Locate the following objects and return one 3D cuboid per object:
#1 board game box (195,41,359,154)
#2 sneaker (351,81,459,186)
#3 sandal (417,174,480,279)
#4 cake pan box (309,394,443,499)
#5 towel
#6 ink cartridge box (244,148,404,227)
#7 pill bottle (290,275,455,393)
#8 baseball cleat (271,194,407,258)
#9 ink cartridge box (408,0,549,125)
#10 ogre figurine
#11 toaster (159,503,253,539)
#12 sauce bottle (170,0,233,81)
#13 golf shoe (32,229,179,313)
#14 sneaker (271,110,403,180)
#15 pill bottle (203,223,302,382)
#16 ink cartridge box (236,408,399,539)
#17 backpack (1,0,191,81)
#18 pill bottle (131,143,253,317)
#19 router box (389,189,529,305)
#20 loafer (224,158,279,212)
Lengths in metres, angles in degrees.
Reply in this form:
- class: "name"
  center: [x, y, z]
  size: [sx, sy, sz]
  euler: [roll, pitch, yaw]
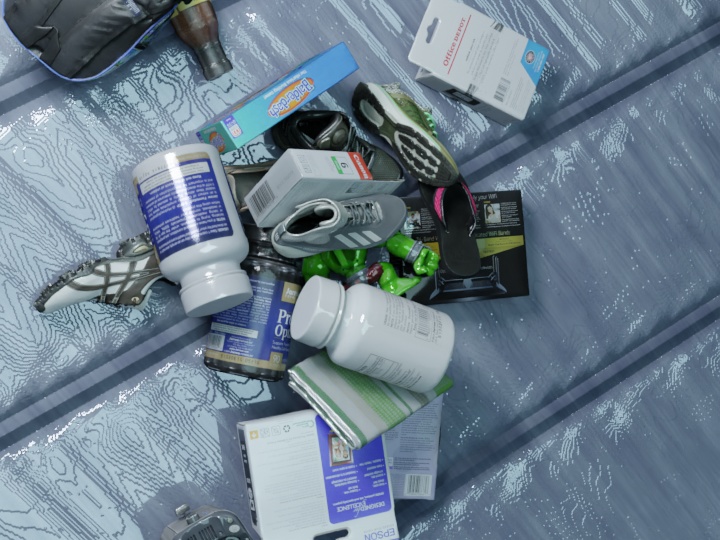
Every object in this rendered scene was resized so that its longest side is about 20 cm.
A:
- class: "board game box"
  center: [-0.113, -0.226, 1.675]
  size: [0.200, 0.152, 0.045]
  euler: [-35, 102, -15]
- class: "sneaker"
  center: [0.081, -0.203, 1.756]
  size: [0.088, 0.077, 0.200]
  euler: [-29, 68, -32]
- class: "sandal"
  center: [0.131, -0.082, 1.742]
  size: [0.075, 0.045, 0.201]
  euler: [-1, 57, -18]
- class: "cake pan box"
  center: [0.023, 0.229, 1.781]
  size: [0.199, 0.052, 0.185]
  euler: [4, 91, -19]
- class: "towel"
  center: [0.014, 0.153, 1.721]
  size: [0.200, 0.031, 0.149]
  euler: [-27, 63, -40]
- class: "ink cartridge box"
  center: [-0.046, -0.109, 1.679]
  size: [0.200, 0.109, 0.050]
  euler: [-4, 59, -47]
- class: "pill bottle"
  center: [0.015, 0.081, 1.663]
  size: [0.199, 0.114, 0.115]
  euler: [21, 84, -20]
- class: "baseball cleat"
  center: [-0.016, -0.063, 1.636]
  size: [0.199, 0.106, 0.070]
  euler: [-19, 79, -23]
- class: "ink cartridge box"
  center: [0.160, -0.306, 1.816]
  size: [0.199, 0.067, 0.116]
  euler: [24, 83, -19]
- class: "ogre figurine"
  center: [0.000, 0.000, 1.739]
  size: [0.120, 0.200, 0.098]
  euler: [57, 32, -1]
- class: "toaster"
  center: [-0.188, 0.403, 1.664]
  size: [0.113, 0.129, 0.201]
  euler: [-29, 99, -16]
- class: "sauce bottle"
  center: [-0.232, -0.352, 1.679]
  size: [0.066, 0.066, 0.201]
  euler: [-26, 101, -18]
- class: "golf shoe"
  center: [-0.325, 0.021, 1.641]
  size: [0.200, 0.078, 0.095]
  euler: [-28, 100, -16]
- class: "sneaker"
  center: [-0.019, -0.162, 1.731]
  size: [0.199, 0.114, 0.076]
  euler: [28, 83, -20]
- class: "pill bottle"
  center: [-0.140, 0.042, 1.688]
  size: [0.111, 0.112, 0.201]
  euler: [12, 87, -19]
- class: "ink cartridge box"
  center: [-0.056, 0.287, 1.703]
  size: [0.197, 0.043, 0.201]
  euler: [-9, 90, -21]
- class: "backpack"
  center: [-0.337, -0.346, 1.587]
  size: [0.200, 0.147, 0.183]
  euler: [-44, 103, 10]
- class: "pill bottle"
  center: [-0.209, -0.049, 1.607]
  size: [0.119, 0.120, 0.201]
  euler: [-15, 79, -19]
- class: "router box"
  center: [0.141, -0.033, 1.819]
  size: [0.199, 0.052, 0.158]
  euler: [-4, 91, -19]
- class: "loafer"
  center: [-0.161, -0.112, 1.700]
  size: [0.199, 0.063, 0.072]
  euler: [-18, 98, -15]
